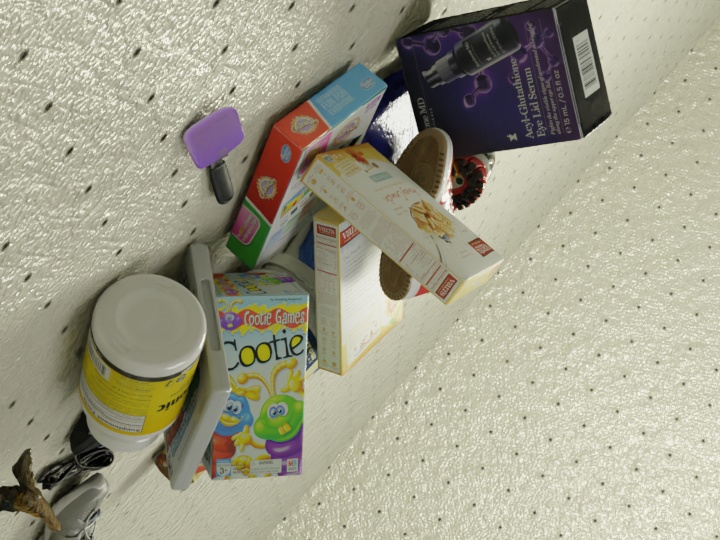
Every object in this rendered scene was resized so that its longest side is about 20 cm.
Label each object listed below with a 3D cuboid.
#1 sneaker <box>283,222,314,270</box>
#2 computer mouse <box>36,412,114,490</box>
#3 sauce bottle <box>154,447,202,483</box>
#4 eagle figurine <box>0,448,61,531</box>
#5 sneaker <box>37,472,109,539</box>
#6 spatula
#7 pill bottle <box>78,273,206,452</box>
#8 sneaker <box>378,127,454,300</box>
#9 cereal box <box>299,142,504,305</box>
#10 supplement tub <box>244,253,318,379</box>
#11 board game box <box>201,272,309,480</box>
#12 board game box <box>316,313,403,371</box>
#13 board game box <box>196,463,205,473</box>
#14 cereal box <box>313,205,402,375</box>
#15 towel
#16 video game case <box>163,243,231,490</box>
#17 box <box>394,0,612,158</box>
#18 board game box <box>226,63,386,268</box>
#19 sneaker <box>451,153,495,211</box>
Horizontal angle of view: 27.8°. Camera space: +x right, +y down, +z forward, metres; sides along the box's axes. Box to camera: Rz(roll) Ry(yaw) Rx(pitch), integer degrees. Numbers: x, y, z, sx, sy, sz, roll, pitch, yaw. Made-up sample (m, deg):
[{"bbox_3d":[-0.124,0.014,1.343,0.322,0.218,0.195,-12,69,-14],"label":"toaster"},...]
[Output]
[{"bbox_3d":[-0.020,-0.039,1.807,0.077,0.111,0.200,-36,162,-51],"label":"sneaker"},{"bbox_3d":[-0.274,0.171,1.649,0.200,0.046,0.140,-55,167,19],"label":"computer mouse"},{"bbox_3d":[-0.202,0.218,2.046,0.200,0.066,0.066,-45,168,-20],"label":"sauce bottle"},{"bbox_3d":[-0.382,0.238,1.316,0.199,0.151,0.152,-19,117,-9],"label":"eagle figurine"},{"bbox_3d":[-0.344,0.327,1.783,0.075,0.082,0.200,-35,161,-53],"label":"sneaker"},{"bbox_3d":[-0.134,-0.102,1.376,0.056,0.021,0.200,-35,168,-11],"label":"spatula"},{"bbox_3d":[-0.223,0.101,1.453,0.111,0.111,0.200,-42,167,-35],"label":"pill bottle"},{"bbox_3d":[0.090,-0.066,1.639,0.112,0.071,0.201,-7,118,-43],"label":"sneaker"},{"bbox_3d":[0.046,-0.052,1.501,0.040,0.200,0.144,-54,169,21],"label":"cereal box"},{"bbox_3d":[-0.126,0.090,1.721,0.200,0.145,0.145,-46,168,-22],"label":"supplement tub"},{"bbox_3d":[-0.119,0.112,1.569,0.105,0.102,0.201,-142,-128,-69],"label":"board game box"},{"bbox_3d":[-0.023,0.042,1.900,0.200,0.034,0.136,-35,-140,36],"label":"board game box"},{"bbox_3d":[-0.140,0.156,1.852,0.153,0.040,0.200,-24,-150,45],"label":"board game box"},{"bbox_3d":[0.000,0.000,1.668,0.144,0.039,0.201,-39,137,-48],"label":"cereal box"},{"bbox_3d":[0.040,-0.177,1.728,0.200,0.049,0.148,-41,145,-38],"label":"towel"},{"bbox_3d":[-0.181,0.104,1.532,0.024,0.183,0.200,1,143,-21],"label":"video game case"},{"bbox_3d":[0.158,-0.214,1.609,0.199,0.149,0.104,-8,-163,31],"label":"box"},{"bbox_3d":[-0.059,-0.111,1.561,0.153,0.040,0.200,-41,166,-41],"label":"board game box"},{"bbox_3d":[0.088,-0.090,1.735,0.200,0.078,0.082,-28,-165,41],"label":"sneaker"}]
